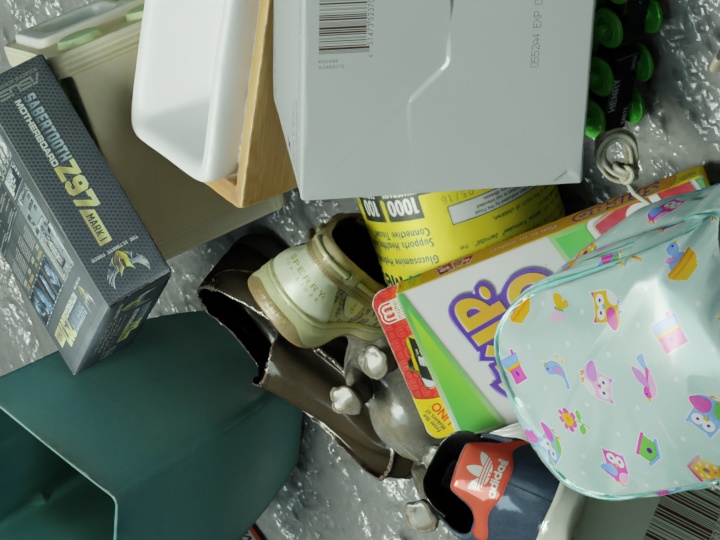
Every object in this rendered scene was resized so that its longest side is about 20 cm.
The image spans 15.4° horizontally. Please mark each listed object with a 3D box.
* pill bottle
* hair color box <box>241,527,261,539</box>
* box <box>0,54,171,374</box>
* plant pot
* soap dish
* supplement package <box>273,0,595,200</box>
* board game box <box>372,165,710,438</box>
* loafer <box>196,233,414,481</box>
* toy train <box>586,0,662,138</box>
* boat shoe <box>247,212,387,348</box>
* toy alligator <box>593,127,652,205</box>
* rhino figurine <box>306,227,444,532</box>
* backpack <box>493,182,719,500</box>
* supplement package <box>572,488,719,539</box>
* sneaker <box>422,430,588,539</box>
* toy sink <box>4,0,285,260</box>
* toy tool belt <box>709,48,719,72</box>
[{"bbox_3d":[0.072,0.005,1.535,0.112,0.112,0.201,-1,114,50],"label":"pill bottle"},{"bbox_3d":[-0.158,0.214,2.001,0.111,0.064,0.200,55,145,8],"label":"hair color box"},{"bbox_3d":[-0.189,-0.031,1.665,0.158,0.051,0.200,59,163,7],"label":"box"},{"bbox_3d":[-0.140,0.121,1.796,0.141,0.200,0.142,34,137,29],"label":"plant pot"},{"bbox_3d":[-0.066,-0.151,1.543,0.157,0.081,0.201,-145,60,-62],"label":"soap dish"},{"bbox_3d":[0.036,-0.153,1.387,0.111,0.155,0.201,-106,15,-57],"label":"supplement package"},{"bbox_3d":[0.112,0.023,1.466,0.199,0.030,0.096,-21,104,13],"label":"board game box"},{"bbox_3d":[-0.037,0.068,1.746,0.200,0.071,0.073,46,142,18],"label":"loafer"},{"bbox_3d":[0.135,-0.157,1.412,0.056,0.042,0.201,44,143,35],"label":"toy train"},{"bbox_3d":[0.000,0.000,1.582,0.063,0.200,0.073,-42,85,19],"label":"boat shoe"},{"bbox_3d":[0.188,0.011,1.414,0.059,0.054,0.200,-36,102,12],"label":"toy alligator"},{"bbox_3d":[0.017,0.062,1.671,0.060,0.087,0.201,-32,88,26],"label":"rhino figurine"},{"bbox_3d":[0.161,0.029,1.235,0.200,0.126,0.168,-18,90,52],"label":"backpack"},{"bbox_3d":[0.158,0.198,1.540,0.117,0.117,0.200,26,139,4],"label":"supplement package"},{"bbox_3d":[0.075,0.127,1.489,0.084,0.075,0.200,23,165,1],"label":"sneaker"},{"bbox_3d":[-0.148,-0.118,1.682,0.130,0.112,0.201,21,132,66],"label":"toy sink"},{"bbox_3d":[0.231,-0.110,1.257,0.199,0.123,0.125,27,133,37],"label":"toy tool belt"}]
